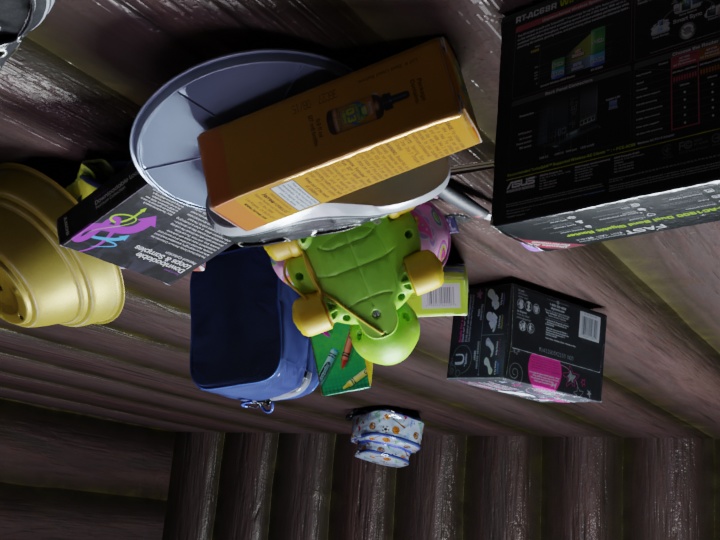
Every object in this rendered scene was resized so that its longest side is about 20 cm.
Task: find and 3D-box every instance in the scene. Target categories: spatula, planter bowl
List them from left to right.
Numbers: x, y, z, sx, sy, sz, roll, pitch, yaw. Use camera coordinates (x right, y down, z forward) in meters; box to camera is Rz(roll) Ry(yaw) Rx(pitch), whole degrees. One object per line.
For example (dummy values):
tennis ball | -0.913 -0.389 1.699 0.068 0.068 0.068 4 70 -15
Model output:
planter bowl | -0.346 -0.004 0.977 0.200 0.083 0.201 21 134 24
spatula | 0.136 -0.058 0.966 0.200 0.021 0.056 19 160 -40

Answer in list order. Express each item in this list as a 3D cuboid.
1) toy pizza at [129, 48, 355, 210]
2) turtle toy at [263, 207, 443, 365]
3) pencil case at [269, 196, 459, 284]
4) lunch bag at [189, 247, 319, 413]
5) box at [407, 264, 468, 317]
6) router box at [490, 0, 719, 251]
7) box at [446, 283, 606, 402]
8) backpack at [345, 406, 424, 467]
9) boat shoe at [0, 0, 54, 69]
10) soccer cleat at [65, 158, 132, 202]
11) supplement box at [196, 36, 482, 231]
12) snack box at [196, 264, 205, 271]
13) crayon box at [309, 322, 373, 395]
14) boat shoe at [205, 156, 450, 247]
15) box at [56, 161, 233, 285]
toy pizza | -0.083 -0.111 0.753 0.199 0.032 0.200 -10 151 -6
turtle toy | 0.000 0.000 0.883 0.145 0.201 0.101 -20 -167 2
pencil case | -0.001 -0.029 0.998 0.200 0.088 0.087 -8 160 38
lunch bag | -0.125 0.079 1.198 0.135 0.201 0.132 -8 163 23
box | 0.066 0.023 1.118 0.121 0.048 0.200 -2 -176 6
router box | 0.174 -0.103 0.558 0.200 0.150 0.062 -10 158 44
box | 0.230 0.103 1.304 0.200 0.133 0.115 17 164 -36
backpack | 0.075 0.439 2.525 0.199 0.155 0.191 13 152 -16
boat shoe | -0.268 -0.158 0.645 0.070 0.066 0.200 19 159 -41
soccer cleat | -0.262 -0.082 0.953 0.200 0.065 0.084 -5 139 39
supplement box | -0.016 -0.096 0.695 0.199 0.067 0.069 -19 158 17
snack box | -0.267 -0.039 1.054 0.199 0.072 0.024 2 164 10
crayon box | -0.024 0.065 1.132 0.058 0.119 0.200 -11 -174 3
boat shoe | -0.025 -0.062 0.770 0.199 0.069 0.057 -10 156 7
box | -0.157 -0.063 0.867 0.200 0.036 0.143 -32 149 21
